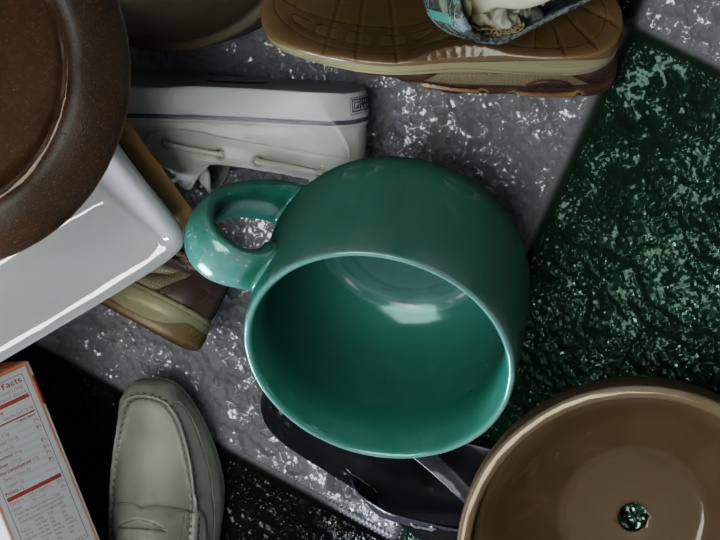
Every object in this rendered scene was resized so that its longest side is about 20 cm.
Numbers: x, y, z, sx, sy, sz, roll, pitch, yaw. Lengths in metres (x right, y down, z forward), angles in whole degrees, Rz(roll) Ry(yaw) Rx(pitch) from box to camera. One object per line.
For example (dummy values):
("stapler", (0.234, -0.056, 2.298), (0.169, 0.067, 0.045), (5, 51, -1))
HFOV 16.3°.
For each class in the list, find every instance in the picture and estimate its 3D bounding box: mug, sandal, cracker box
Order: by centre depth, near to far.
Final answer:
("mug", (0.011, 0.001, 1.396), (0.152, 0.115, 0.185), (-19, 123, 27))
("sandal", (0.026, 0.122, 1.485), (0.200, 0.043, 0.076), (26, 112, 12))
("cracker box", (-0.215, 0.158, 1.543), (0.134, 0.058, 0.201), (-8, 105, 61))

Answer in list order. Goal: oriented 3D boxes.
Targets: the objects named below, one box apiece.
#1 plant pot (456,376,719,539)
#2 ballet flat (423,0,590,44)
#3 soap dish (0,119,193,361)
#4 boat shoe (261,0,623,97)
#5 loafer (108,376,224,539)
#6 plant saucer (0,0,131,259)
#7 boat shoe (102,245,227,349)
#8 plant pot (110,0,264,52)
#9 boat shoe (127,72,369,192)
("plant pot", (0.154, 0.149, 1.406), (0.200, 0.093, 0.202), (1, 103, 3))
("ballet flat", (0.128, -0.172, 1.314), (0.200, 0.074, 0.074), (-29, 94, 3))
("soap dish", (-0.210, -0.031, 1.393), (0.200, 0.081, 0.157), (-31, 136, 3))
("boat shoe", (0.045, -0.124, 1.389), (0.199, 0.072, 0.072), (2, 151, 7))
("loafer", (-0.122, 0.166, 1.538), (0.070, 0.070, 0.201), (-1, 105, 21))
("plant saucer", (-0.218, -0.101, 1.295), (0.199, 0.034, 0.201), (0, 90, 9))
("boat shoe", (-0.165, -0.028, 1.502), (0.200, 0.072, 0.072), (29, 87, 18))
("plant pot", (-0.130, -0.208, 1.378), (0.199, 0.174, 0.201), (5, 106, 18))
("boat shoe", (-0.091, -0.079, 1.460), (0.199, 0.072, 0.066), (2, 102, 11))
